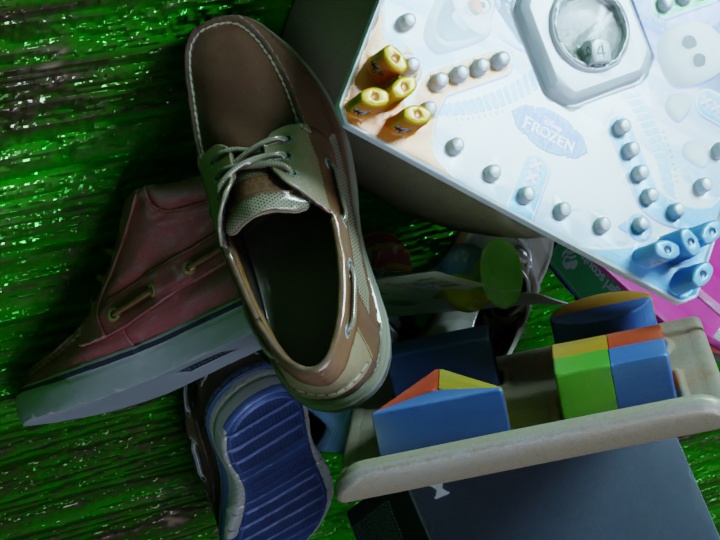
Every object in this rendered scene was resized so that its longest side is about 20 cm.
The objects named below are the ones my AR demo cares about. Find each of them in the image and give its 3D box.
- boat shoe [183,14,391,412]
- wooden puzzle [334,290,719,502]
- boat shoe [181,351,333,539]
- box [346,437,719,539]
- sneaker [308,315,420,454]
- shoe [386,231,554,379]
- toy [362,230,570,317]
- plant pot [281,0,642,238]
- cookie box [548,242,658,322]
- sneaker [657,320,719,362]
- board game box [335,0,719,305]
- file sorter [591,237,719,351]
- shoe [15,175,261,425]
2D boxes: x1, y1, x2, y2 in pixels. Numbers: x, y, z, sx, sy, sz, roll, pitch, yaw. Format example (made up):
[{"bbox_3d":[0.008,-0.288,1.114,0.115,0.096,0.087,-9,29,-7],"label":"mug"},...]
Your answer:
[{"bbox_3d":[-0.037,-0.034,1.083,0.075,0.201,0.072,-24,165,8],"label":"boat shoe"},{"bbox_3d":[0.080,0.053,1.117,0.184,0.047,0.200,-12,-172,6],"label":"wooden puzzle"},{"bbox_3d":[-0.063,0.099,1.316,0.072,0.073,0.201,-26,148,-18],"label":"boat shoe"},{"bbox_3d":[0.090,0.144,1.273,0.147,0.108,0.200,-21,171,-12],"label":"box"},{"bbox_3d":[0.005,0.078,1.372,0.089,0.079,0.200,-10,154,12],"label":"sneaker"},{"bbox_3d":[0.071,0.029,1.292,0.200,0.053,0.070,-57,130,-38],"label":"shoe"},{"bbox_3d":[0.000,0.000,1.218,0.115,0.199,0.048,12,80,-48],"label":"toy"},{"bbox_3d":[0.077,-0.095,1.170,0.199,0.135,0.201,-24,143,-20],"label":"plant pot"},{"bbox_3d":[0.235,-0.052,1.407,0.170,0.075,0.201,6,126,-44],"label":"cookie box"},{"bbox_3d":[0.256,0.013,1.393,0.199,0.078,0.082,-9,162,-31],"label":"sneaker"},{"bbox_3d":[0.109,-0.115,1.088,0.199,0.026,0.201,27,71,-16],"label":"board game box"},{"bbox_3d":[0.230,-0.053,1.225,0.139,0.125,0.201,38,87,-35],"label":"file sorter"},{"bbox_3d":[-0.108,0.012,1.188,0.199,0.092,0.071,-24,169,33],"label":"shoe"}]
